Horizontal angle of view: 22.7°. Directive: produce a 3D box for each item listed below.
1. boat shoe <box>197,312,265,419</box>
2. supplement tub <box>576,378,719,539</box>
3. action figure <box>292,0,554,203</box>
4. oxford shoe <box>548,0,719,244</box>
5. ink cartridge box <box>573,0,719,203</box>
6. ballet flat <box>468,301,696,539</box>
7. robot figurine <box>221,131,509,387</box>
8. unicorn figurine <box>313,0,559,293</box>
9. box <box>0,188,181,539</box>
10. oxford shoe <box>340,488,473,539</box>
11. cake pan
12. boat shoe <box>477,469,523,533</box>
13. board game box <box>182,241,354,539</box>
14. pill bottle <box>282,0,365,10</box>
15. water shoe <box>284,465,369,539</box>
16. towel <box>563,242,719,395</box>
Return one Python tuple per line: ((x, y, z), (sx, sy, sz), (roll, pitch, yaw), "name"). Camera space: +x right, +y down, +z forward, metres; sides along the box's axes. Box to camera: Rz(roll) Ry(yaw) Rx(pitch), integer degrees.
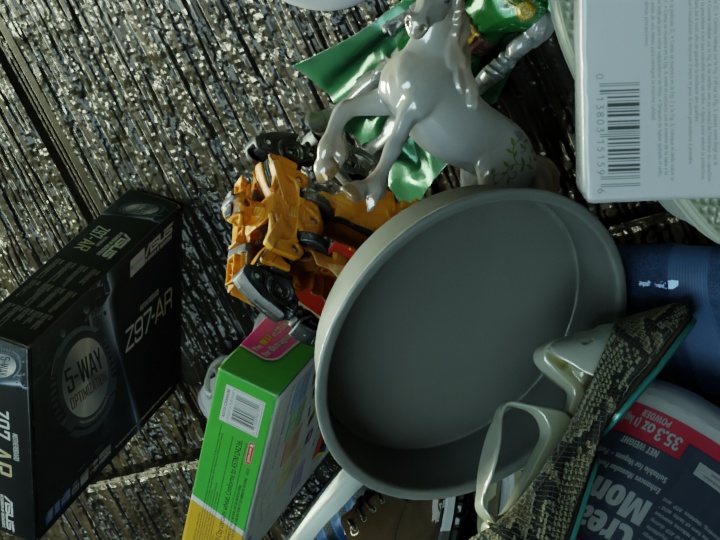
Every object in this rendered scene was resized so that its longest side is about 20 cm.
((-0.083, 0.093, 1.269), (0.070, 0.071, 0.201), (21, 133, 12), "boat shoe")
((0.155, 0.177, 1.064), (0.140, 0.200, 0.140), (32, 164, 10), "supplement tub")
((0.052, -0.131, 1.071), (0.118, 0.055, 0.200), (48, 124, -2), "action figure")
((0.167, -0.099, 1.024), (0.075, 0.058, 0.200), (-36, 100, -2), "oxford shoe")
((0.201, -0.141, 0.959), (0.172, 0.044, 0.201), (-2, 102, 2), "ink cartridge box")
((0.114, 0.086, 1.003), (0.075, 0.201, 0.068), (30, 164, 3), "ballet flat")
((0.000, 0.000, 1.072), (0.199, 0.146, 0.058), (23, 141, -26), "robot figurine")
((0.044, -0.084, 1.017), (0.074, 0.138, 0.200), (33, 172, 48), "unicorn figurine")
((-0.187, 0.061, 1.217), (0.043, 0.200, 0.161), (16, 124, 18), "box")
((0.029, 0.159, 1.180), (0.084, 0.073, 0.201), (16, 103, 9), "oxford shoe")
((0.058, 0.037, 1.019), (0.037, 0.199, 0.201), (46, 144, 50), "cake pan")
((0.122, 0.114, 1.163), (0.068, 0.075, 0.201), (28, 140, 29), "boat shoe")
((-0.039, 0.075, 1.147), (0.040, 0.200, 0.154), (25, 127, 13), "board game box")
((0.012, -0.218, 0.941), (0.104, 0.200, 0.105), (13, 124, 20), "pill bottle")
((0.005, 0.176, 1.268), (0.079, 0.072, 0.200), (36, 129, 1), "water shoe")
((0.219, 0.027, 1.068), (0.199, 0.049, 0.112), (2, 136, 30), "towel")
